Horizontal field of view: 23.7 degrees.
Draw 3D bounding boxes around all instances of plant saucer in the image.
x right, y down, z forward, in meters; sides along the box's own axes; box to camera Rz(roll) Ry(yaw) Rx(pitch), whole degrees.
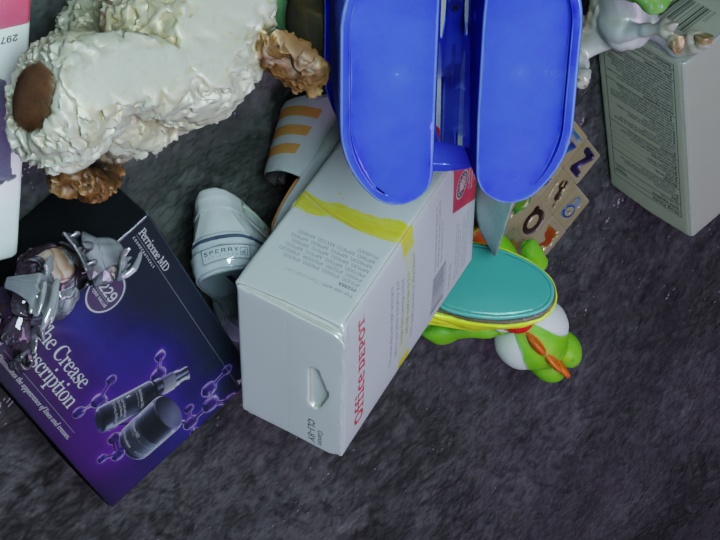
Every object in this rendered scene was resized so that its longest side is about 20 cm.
[{"bbox_3d":[0.111,-0.111,1.238,0.201,0.038,0.202,18,90,-86],"label":"plant saucer"}]

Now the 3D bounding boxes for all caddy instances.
[{"bbox_3d":[0.050,-0.131,0.949,0.140,0.105,0.201,0,125,-2],"label":"caddy"}]

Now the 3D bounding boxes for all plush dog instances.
[{"bbox_3d":[-0.119,-0.125,0.961,0.160,0.172,0.201,19,76,-26],"label":"plush dog"}]

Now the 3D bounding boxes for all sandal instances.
[{"bbox_3d":[-0.023,-0.104,1.202,0.207,0.059,0.079,-61,165,-21],"label":"sandal"}]

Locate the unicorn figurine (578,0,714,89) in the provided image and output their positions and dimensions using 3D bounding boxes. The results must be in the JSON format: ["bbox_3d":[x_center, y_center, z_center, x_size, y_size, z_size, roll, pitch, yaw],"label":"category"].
[{"bbox_3d":[0.200,-0.204,1.302,0.074,0.137,0.201,-8,111,-35],"label":"unicorn figurine"}]

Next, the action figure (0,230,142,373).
[{"bbox_3d":[-0.215,0.031,0.976,0.199,0.070,0.130,-25,167,-15],"label":"action figure"}]

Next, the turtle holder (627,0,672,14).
[{"bbox_3d":[0.149,-0.261,1.164,0.132,0.140,0.186,-62,152,-10],"label":"turtle holder"}]

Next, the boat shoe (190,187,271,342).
[{"bbox_3d":[-0.075,-0.003,1.211,0.073,0.067,0.200,-8,162,1],"label":"boat shoe"}]

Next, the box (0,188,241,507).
[{"bbox_3d":[-0.175,0.047,1.149,0.141,0.079,0.200,-44,143,-13],"label":"box"}]

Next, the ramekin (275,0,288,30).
[{"bbox_3d":[-0.005,-0.215,1.084,0.199,0.098,0.201,-27,137,-28],"label":"ramekin"}]

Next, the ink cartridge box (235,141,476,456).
[{"bbox_3d":[0.000,0.000,1.158,0.200,0.083,0.146,-55,159,-35],"label":"ink cartridge box"}]

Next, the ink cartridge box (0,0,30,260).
[{"bbox_3d":[-0.263,-0.090,0.932,0.144,0.084,0.201,-18,133,-36],"label":"ink cartridge box"}]

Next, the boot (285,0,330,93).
[{"bbox_3d":[0.040,-0.189,1.009,0.200,0.075,0.097,-34,143,-18],"label":"boot"}]

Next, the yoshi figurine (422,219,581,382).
[{"bbox_3d":[0.110,0.019,1.420,0.200,0.112,0.112,45,45,-39],"label":"yoshi figurine"}]

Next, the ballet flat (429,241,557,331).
[{"bbox_3d":[0.047,0.013,1.293,0.067,0.199,0.067,99,-3,-67],"label":"ballet flat"}]

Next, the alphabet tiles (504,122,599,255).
[{"bbox_3d":[0.121,-0.042,1.439,0.200,0.006,0.166,-51,144,0],"label":"alphabet tiles"}]

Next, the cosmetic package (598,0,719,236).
[{"bbox_3d":[0.264,-0.141,1.425,0.087,0.103,0.201,-37,142,-20],"label":"cosmetic package"}]
